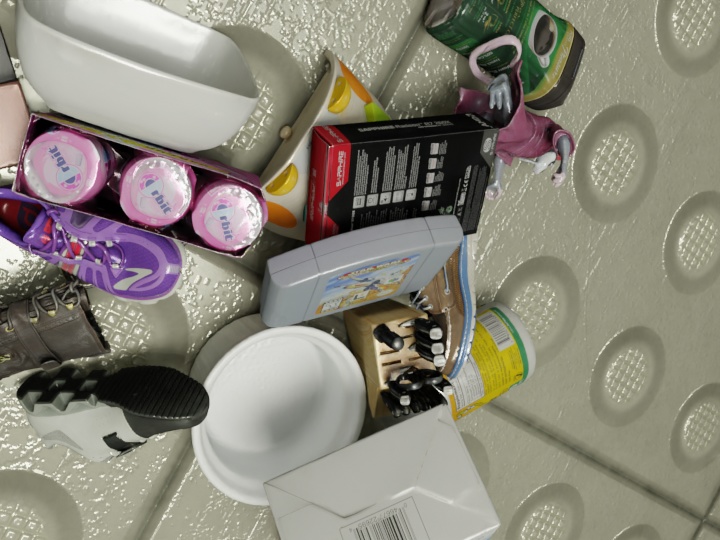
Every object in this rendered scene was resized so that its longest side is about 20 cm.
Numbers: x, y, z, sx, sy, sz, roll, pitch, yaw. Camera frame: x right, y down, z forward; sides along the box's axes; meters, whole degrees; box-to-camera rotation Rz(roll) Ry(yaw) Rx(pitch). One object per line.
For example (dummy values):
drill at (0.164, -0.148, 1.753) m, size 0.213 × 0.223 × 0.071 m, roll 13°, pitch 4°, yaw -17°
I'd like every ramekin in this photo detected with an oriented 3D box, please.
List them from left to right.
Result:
ramekin at (-0.101, 0.147, 0.776) m, size 0.197 × 0.097 × 0.205 m, roll -7°, pitch 106°, yaw -25°

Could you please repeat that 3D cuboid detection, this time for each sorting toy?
sorting toy at (-0.009, -0.102, 0.755) m, size 0.179 × 0.106 × 0.202 m, roll 34°, pitch 87°, yaw -31°

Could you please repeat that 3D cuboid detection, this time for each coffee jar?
coffee jar at (0.175, -0.276, 0.811) m, size 0.198 × 0.085 × 0.106 m, roll 27°, pitch 80°, yaw -29°

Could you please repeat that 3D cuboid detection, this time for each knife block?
knife block at (0.037, 0.069, 0.736) m, size 0.063 × 0.202 × 0.177 m, roll -8°, pitch 141°, yaw -12°

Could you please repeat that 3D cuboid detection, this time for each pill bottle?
pill bottle at (0.112, 0.128, 0.869) m, size 0.197 × 0.112 × 0.115 m, roll -24°, pitch 113°, yaw -20°

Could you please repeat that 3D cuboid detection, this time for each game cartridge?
game cartridge at (0.000, 0.000, 0.682) m, size 0.196 × 0.133 × 0.042 m, roll -14°, pitch 75°, yaw -18°

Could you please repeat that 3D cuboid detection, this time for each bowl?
bowl at (-0.198, -0.178, 0.600) m, size 0.197 × 0.201 × 0.075 m, roll 15°, pitch 117°, yaw -29°

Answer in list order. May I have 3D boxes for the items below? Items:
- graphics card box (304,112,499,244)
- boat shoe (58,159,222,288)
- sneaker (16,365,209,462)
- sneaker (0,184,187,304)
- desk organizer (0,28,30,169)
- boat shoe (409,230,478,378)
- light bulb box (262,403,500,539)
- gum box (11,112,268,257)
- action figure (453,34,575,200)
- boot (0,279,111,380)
graphics card box at (0.041, -0.088, 0.702) m, size 0.196 × 0.051 × 0.128 m, roll -11°, pitch 126°, yaw -25°
boat shoe at (-0.210, -0.047, 0.690) m, size 0.199 × 0.065 × 0.074 m, roll -37°, pitch 118°, yaw -13°
sneaker at (-0.239, 0.150, 0.694) m, size 0.195 × 0.074 × 0.090 m, roll 1°, pitch 116°, yaw 13°
sneaker at (-0.256, -0.022, 0.621) m, size 0.196 × 0.083 × 0.082 m, roll 18°, pitch 94°, yaw 1°
desk organizer at (-0.341, -0.185, 0.587) m, size 0.076 × 0.071 × 0.204 m, roll -19°, pitch 111°, yaw -23°
boat shoe at (0.093, 0.022, 0.804) m, size 0.071 × 0.072 × 0.205 m, roll 6°, pitch 75°, yaw -8°
light bulb box at (0.024, 0.256, 0.713) m, size 0.195 × 0.126 × 0.201 m, roll -21°, pitch 153°, yaw -6°
gum box at (-0.179, -0.075, 0.603) m, size 0.196 × 0.114 × 0.067 m, roll 17°, pitch 99°, yaw -14°
action figure at (0.182, -0.168, 0.823) m, size 0.198 × 0.132 × 0.153 m, roll 3°, pitch 85°, yaw -45°
boot at (-0.329, 0.045, 0.611) m, size 0.171 × 0.070 × 0.201 m, roll -21°, pitch 150°, yaw -8°
